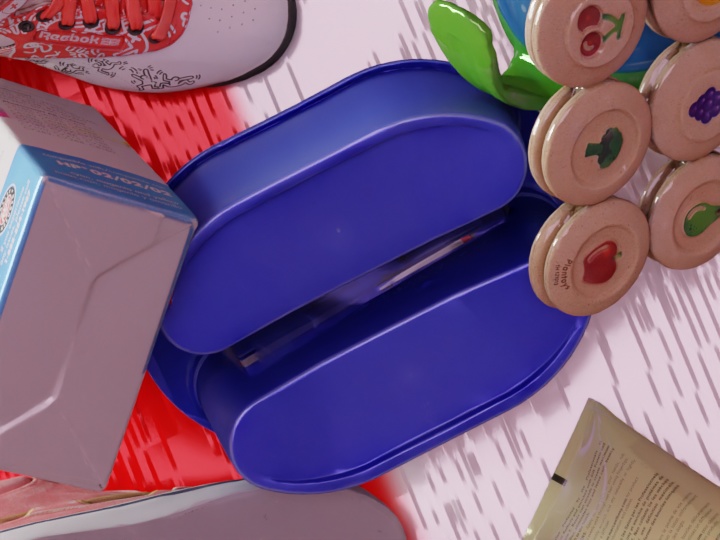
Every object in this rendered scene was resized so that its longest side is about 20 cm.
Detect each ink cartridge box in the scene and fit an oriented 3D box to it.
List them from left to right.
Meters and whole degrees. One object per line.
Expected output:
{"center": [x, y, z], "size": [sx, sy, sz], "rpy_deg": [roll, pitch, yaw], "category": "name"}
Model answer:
{"center": [-0.140, -0.008, 0.853], "size": [0.067, 0.200, 0.116], "rpy_deg": [15, 104, -27], "category": "ink cartridge box"}

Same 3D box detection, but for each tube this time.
{"center": [0.149, 0.122, 0.835], "size": [0.058, 0.052, 0.199], "rpy_deg": [-36, 42, -29], "category": "tube"}

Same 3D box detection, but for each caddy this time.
{"center": [0.000, 0.000, 0.861], "size": [0.199, 0.105, 0.142], "rpy_deg": [-26, 107, 0], "category": "caddy"}

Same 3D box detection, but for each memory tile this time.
{"center": [0.127, -0.086, 0.780], "size": [0.152, 0.017, 0.201], "rpy_deg": [-22, 126, -24], "category": "memory tile"}

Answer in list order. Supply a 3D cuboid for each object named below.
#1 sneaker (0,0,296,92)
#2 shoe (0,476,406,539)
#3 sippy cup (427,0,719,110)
{"center": [-0.126, -0.115, 0.863], "size": [0.200, 0.108, 0.068], "rpy_deg": [9, 92, -2], "category": "sneaker"}
{"center": [-0.085, 0.117, 0.887], "size": [0.198, 0.091, 0.072], "rpy_deg": [-5, 103, -22], "category": "shoe"}
{"center": [0.100, -0.157, 0.810], "size": [0.138, 0.130, 0.179], "rpy_deg": [-5, 59, 20], "category": "sippy cup"}
